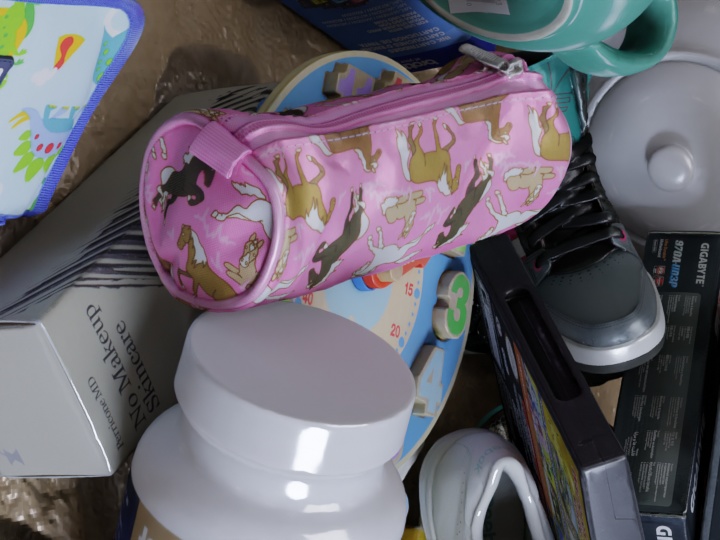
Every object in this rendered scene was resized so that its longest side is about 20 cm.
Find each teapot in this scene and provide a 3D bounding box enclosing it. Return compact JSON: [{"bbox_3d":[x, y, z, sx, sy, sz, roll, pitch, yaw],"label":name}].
[{"bbox_3d":[0.194,-0.073,1.218,0.146,0.199,0.199,-51,145,-64],"label":"teapot"}]

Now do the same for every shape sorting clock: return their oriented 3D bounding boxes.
[{"bbox_3d":[0.000,0.000,0.969,0.200,0.039,0.202,5,84,-56],"label":"shape sorting clock"}]

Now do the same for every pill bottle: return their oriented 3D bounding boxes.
[{"bbox_3d":[-0.046,0.121,0.872,0.116,0.115,0.201,-23,134,-53],"label":"pill bottle"}]

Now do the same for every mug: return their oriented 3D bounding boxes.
[{"bbox_3d":[0.092,-0.168,0.994,0.185,0.152,0.115,34,58,-7],"label":"mug"}]

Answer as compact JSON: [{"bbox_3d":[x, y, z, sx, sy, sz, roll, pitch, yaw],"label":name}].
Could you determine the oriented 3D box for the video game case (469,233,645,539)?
[{"bbox_3d":[0.103,0.111,1.011,0.181,0.025,0.201,-112,-174,-55],"label":"video game case"}]

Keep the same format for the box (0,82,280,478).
[{"bbox_3d":[-0.094,0.001,0.925,0.200,0.068,0.083,-51,127,-45],"label":"box"}]

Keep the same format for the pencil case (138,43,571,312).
[{"bbox_3d":[0.000,-0.040,0.881,0.199,0.082,0.087,-19,103,-44],"label":"pencil case"}]

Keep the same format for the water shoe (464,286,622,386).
[{"bbox_3d":[0.099,0.016,1.183,0.200,0.079,0.072,21,69,-51],"label":"water shoe"}]

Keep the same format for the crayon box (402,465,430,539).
[{"bbox_3d":[0.036,0.213,1.094,0.127,0.051,0.201,33,61,-47],"label":"crayon box"}]

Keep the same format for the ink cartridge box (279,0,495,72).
[{"bbox_3d":[0.013,-0.191,1.097,0.200,0.076,0.137,31,62,-50],"label":"ink cartridge box"}]

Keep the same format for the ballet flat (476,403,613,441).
[{"bbox_3d":[0.128,0.123,1.188,0.076,0.068,0.200,59,12,25],"label":"ballet flat"}]

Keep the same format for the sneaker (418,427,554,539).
[{"bbox_3d":[0.077,0.178,1.023,0.075,0.088,0.201,-17,94,-14],"label":"sneaker"}]

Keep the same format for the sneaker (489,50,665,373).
[{"bbox_3d":[0.096,-0.048,1.080,0.200,0.083,0.121,-119,-169,-49],"label":"sneaker"}]

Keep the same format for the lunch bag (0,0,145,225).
[{"bbox_3d":[-0.174,-0.115,0.793,0.170,0.127,0.201,-4,102,-57],"label":"lunch bag"}]

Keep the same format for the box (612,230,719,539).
[{"bbox_3d":[0.171,0.103,1.148,0.160,0.046,0.201,76,22,-43],"label":"box"}]

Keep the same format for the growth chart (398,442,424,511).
[{"bbox_3d":[-0.026,0.086,1.027,0.144,0.018,0.201,32,59,-29],"label":"growth chart"}]

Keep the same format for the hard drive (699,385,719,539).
[{"bbox_3d":[0.209,0.109,1.100,0.139,0.033,0.201,3,95,-67],"label":"hard drive"}]
